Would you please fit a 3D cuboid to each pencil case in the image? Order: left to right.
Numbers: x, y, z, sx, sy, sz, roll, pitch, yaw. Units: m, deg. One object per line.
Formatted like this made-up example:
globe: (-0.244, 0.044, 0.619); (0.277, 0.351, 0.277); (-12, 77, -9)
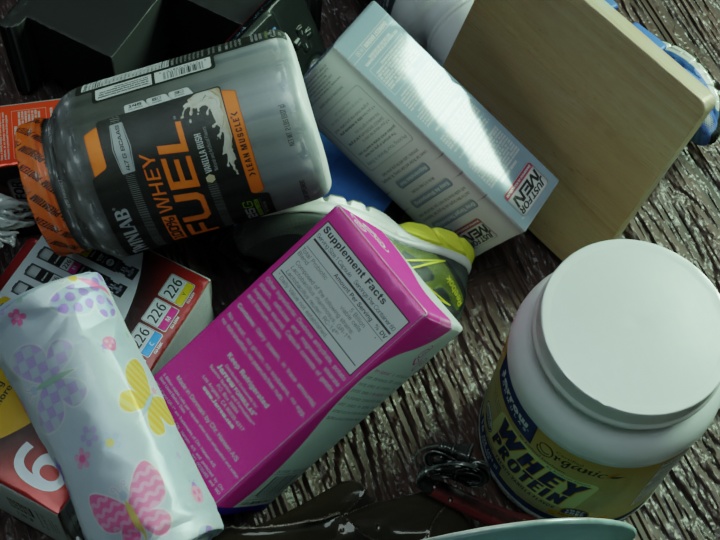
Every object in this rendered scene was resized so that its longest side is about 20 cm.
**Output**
pencil case: (-0.165, 0.102, 0.752); (0.090, 0.083, 0.201); (-32, 77, 23)

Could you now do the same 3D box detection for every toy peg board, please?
toy peg board: (0.175, -0.141, 0.949); (0.200, 0.200, 0.098); (45, 50, 16)

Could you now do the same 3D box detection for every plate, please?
plate: (0.077, 0.193, 0.744); (0.198, 0.200, 0.026); (-6, 65, -7)

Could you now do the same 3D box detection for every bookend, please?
bookend: (-0.163, -0.211, 1.014); (0.199, 0.092, 0.199); (25, 63, 9)

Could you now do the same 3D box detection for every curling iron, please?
curling iron: (0.121, 0.178, 0.818); (0.199, 0.050, 0.026); (34, 42, -12)

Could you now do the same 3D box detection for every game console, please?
game console: (-0.048, -0.100, 0.951); (0.118, 0.173, 0.200); (16, 56, 36)

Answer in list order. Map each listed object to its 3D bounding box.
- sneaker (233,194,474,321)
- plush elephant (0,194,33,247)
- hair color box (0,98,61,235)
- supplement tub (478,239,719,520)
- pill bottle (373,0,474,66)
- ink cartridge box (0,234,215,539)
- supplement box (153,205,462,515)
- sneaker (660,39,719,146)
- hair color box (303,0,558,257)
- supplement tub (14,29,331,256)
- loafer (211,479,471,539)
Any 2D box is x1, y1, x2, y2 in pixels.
sneaker: (0.000, 0.000, 0.896); (0.198, 0.074, 0.085); (10, 68, -21)
plush elephant: (-0.330, -0.001, 0.789); (0.164, 0.199, 0.156); (8, 79, 46)
hair color box: (-0.303, -0.072, 0.922); (0.198, 0.102, 0.062); (-8, 61, -8)
supplement tub: (0.164, 0.081, 0.812); (0.143, 0.200, 0.145); (2, 60, -3)
pill bottle: (0.065, -0.265, 1.046); (0.119, 0.120, 0.201); (-21, 65, -15)
ink cartridge box: (-0.230, 0.066, 0.859); (0.175, 0.084, 0.201); (25, 62, 10)
supplement box: (-0.042, 0.065, 0.813); (0.200, 0.101, 0.104); (-41, 71, 8)
sneaker: (0.224, -0.162, 1.033); (0.200, 0.079, 0.089); (37, 72, 25)
hair color box: (0.047, -0.103, 0.924); (0.200, 0.099, 0.061); (43, 62, -9)
supplement tub: (-0.128, -0.083, 0.824); (0.198, 0.123, 0.123); (-17, 63, 0)
loafer: (-0.018, 0.185, 0.821); (0.198, 0.073, 0.072); (0, 56, -15)
